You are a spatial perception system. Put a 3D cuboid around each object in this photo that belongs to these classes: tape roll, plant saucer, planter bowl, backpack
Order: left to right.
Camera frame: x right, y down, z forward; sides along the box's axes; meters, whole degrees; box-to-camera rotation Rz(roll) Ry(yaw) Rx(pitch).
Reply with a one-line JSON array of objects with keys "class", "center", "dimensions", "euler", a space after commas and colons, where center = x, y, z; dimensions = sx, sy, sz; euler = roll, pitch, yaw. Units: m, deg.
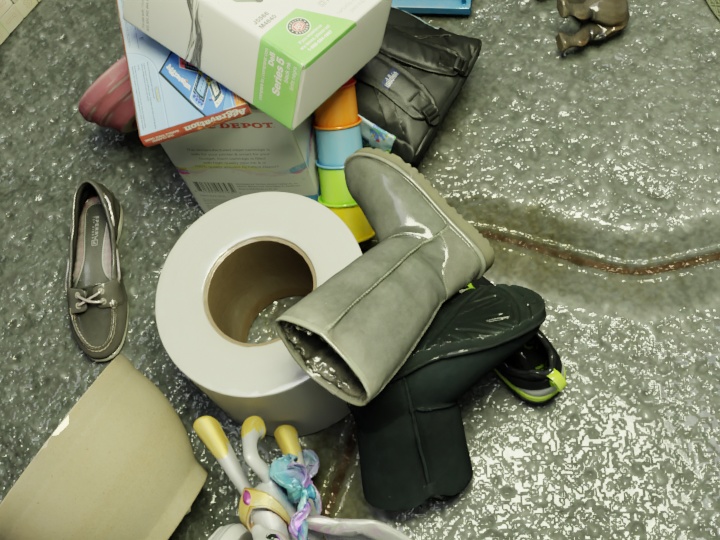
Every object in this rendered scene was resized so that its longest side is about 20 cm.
[{"class": "planter bowl", "center": [-0.225, 0.197, 0.879], "dimensions": [0.134, 0.200, 0.201], "euler": [37, 76, -5]}, {"class": "plant saucer", "center": [-0.213, -0.214, 1.061], "dimensions": [0.200, 0.200, 0.051], "euler": [-36, 97, -6]}, {"class": "tape roll", "center": [-0.080, 0.045, 0.933], "dimensions": [0.201, 0.139, 0.204], "euler": [-4, 65, 8]}, {"class": "backpack", "center": [0.004, -0.213, 1.043], "dimensions": [0.199, 0.154, 0.164], "euler": [29, 77, -2]}]

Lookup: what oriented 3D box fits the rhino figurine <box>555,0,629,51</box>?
[{"class": "rhino figurine", "center": [0.240, -0.337, 1.088], "dimensions": [0.087, 0.060, 0.201], "euler": [-9, 63, -9]}]

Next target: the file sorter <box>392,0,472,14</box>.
[{"class": "file sorter", "center": [0.062, -0.411, 1.095], "dimensions": [0.137, 0.123, 0.202], "euler": [4, 74, 11]}]

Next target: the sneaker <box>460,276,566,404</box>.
[{"class": "sneaker", "center": [0.124, 0.043, 0.927], "dimensions": [0.072, 0.083, 0.200], "euler": [-44, 66, -11]}]

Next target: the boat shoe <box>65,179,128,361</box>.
[{"class": "boat shoe", "center": [-0.289, -0.004, 1.038], "dimensions": [0.066, 0.057, 0.202], "euler": [-10, 65, 6]}]

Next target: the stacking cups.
[{"class": "stacking cups", "center": [-0.026, -0.129, 0.975], "dimensions": [0.060, 0.202, 0.061], "euler": [-7, 22, 3]}]

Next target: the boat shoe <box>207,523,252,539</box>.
[{"class": "boat shoe", "center": [-0.177, 0.308, 0.878], "dimensions": [0.068, 0.072, 0.201], "euler": [31, 84, 22]}]

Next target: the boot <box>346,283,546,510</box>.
[{"class": "boot", "center": [0.080, 0.117, 0.866], "dimensions": [0.199, 0.169, 0.076], "euler": [-21, 32, -9]}]

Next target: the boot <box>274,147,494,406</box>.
[{"class": "boot", "center": [0.000, -0.002, 0.821], "dimensions": [0.182, 0.073, 0.200], "euler": [39, 59, 19]}]

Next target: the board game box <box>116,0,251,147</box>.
[{"class": "board game box", "center": [-0.171, -0.213, 0.914], "dimensions": [0.102, 0.019, 0.201], "euler": [-17, 60, 2]}]

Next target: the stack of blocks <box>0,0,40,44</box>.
[{"class": "stack of blocks", "center": [-0.503, -0.328, 1.222], "dimensions": [0.115, 0.059, 0.201], "euler": [31, 75, 21]}]

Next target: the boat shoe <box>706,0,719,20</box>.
[{"class": "boat shoe", "center": [0.425, -0.286, 1.028], "dimensions": [0.062, 0.075, 0.201], "euler": [-26, 69, -8]}]

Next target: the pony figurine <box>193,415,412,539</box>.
[{"class": "pony figurine", "center": [-0.057, 0.225, 0.833], "dimensions": [0.166, 0.193, 0.200], "euler": [-38, 37, 7]}]

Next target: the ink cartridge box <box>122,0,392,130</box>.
[{"class": "ink cartridge box", "center": [-0.093, -0.241, 0.866], "dimensions": [0.199, 0.084, 0.146], "euler": [34, 56, 12]}]

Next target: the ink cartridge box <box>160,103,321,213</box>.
[{"class": "ink cartridge box", "center": [-0.119, -0.140, 0.989], "dimensions": [0.143, 0.200, 0.085], "euler": [1, 66, 11]}]
